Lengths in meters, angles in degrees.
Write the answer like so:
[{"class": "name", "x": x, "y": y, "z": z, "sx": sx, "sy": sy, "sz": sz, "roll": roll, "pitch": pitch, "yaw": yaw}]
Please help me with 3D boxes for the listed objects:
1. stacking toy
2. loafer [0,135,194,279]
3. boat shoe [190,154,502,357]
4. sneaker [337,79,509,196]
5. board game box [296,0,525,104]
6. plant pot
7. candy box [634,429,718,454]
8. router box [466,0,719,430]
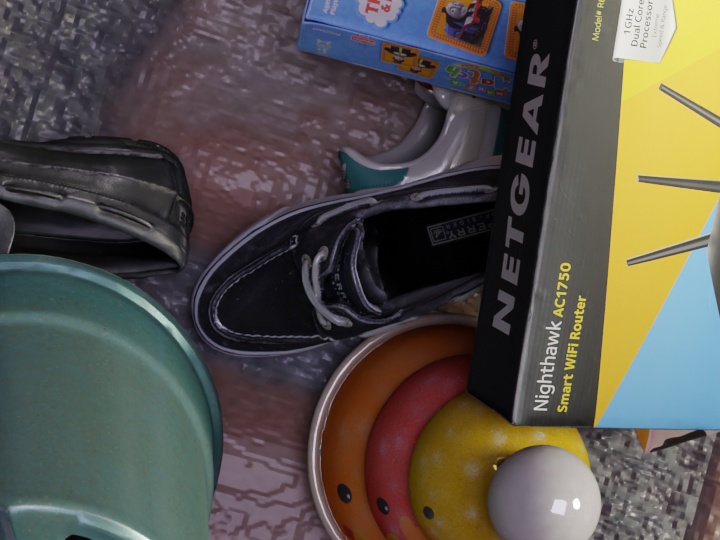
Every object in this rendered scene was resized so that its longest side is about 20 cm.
[{"class": "stacking toy", "x": 0.060, "y": 0.095, "z": 0.784, "sx": 0.145, "sy": 0.200, "sz": 0.148, "roll": 0, "pitch": 89, "yaw": -12}, {"class": "loafer", "x": -0.178, "y": -0.025, "z": 0.791, "sx": 0.199, "sy": 0.068, "sz": 0.071, "roll": -1, "pitch": 51, "yaw": -14}, {"class": "boat shoe", "x": 0.000, "y": 0.000, "z": 0.798, "sx": 0.198, "sy": 0.068, "sz": 0.072, "roll": -15, "pitch": 100, "yaw": 19}, {"class": "sneaker", "x": 0.079, "y": -0.075, "z": 0.853, "sx": 0.199, "sy": 0.070, "sz": 0.094, "roll": -32, "pitch": 102, "yaw": -8}, {"class": "board game box", "x": 0.081, "y": -0.159, "z": 0.837, "sx": 0.198, "sy": 0.037, "sz": 0.153, "roll": 15, "pitch": 70, "yaw": -3}, {"class": "plant pot", "x": -0.145, "y": 0.119, "z": 0.712, "sx": 0.198, "sy": 0.196, "sz": 0.202, "roll": -4, "pitch": 110, "yaw": -11}, {"class": "candy box", "x": 0.209, "y": -0.005, "z": 0.825, "sx": 0.199, "sy": 0.061, "sz": 0.137, "roll": -23, "pitch": 90, "yaw": 33}, {"class": "router box", "x": 0.135, "y": -0.032, "z": 0.738, "sx": 0.148, "sy": 0.051, "sz": 0.202, "roll": 3, "pitch": 101, "yaw": -24}]
